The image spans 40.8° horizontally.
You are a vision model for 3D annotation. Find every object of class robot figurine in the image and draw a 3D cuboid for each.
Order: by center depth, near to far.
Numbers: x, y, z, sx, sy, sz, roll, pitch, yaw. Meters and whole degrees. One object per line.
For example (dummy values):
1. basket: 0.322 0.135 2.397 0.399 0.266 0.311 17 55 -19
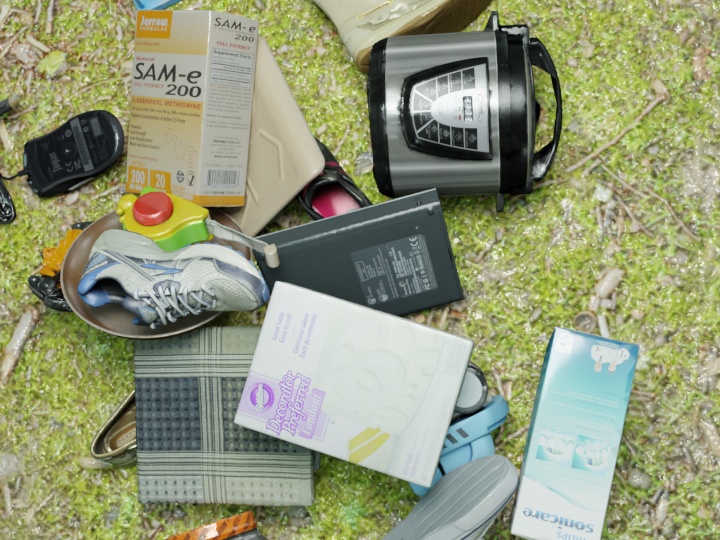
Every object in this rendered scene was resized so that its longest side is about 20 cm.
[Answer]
1. robot figurine: -0.266 0.011 1.079 0.199 0.058 0.145 14 45 13

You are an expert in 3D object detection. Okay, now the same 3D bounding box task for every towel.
1. towel: -0.140 0.152 1.012 0.199 0.035 0.193 -1 93 11

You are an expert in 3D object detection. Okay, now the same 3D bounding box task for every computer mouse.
1. computer mouse: -0.370 -0.153 1.152 0.199 0.046 0.141 -26 81 14

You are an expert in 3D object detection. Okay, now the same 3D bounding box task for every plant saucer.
1. plant saucer: -0.213 0.002 1.025 0.199 0.032 0.201 0 46 0

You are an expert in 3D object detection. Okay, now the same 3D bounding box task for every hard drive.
1. hard drive: 0.000 0.000 1.030 0.199 0.140 0.033 -15 39 4

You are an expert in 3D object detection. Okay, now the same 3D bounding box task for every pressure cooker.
1. pressure cooker: 0.112 -0.167 1.023 0.199 0.176 0.179 -1 53 6

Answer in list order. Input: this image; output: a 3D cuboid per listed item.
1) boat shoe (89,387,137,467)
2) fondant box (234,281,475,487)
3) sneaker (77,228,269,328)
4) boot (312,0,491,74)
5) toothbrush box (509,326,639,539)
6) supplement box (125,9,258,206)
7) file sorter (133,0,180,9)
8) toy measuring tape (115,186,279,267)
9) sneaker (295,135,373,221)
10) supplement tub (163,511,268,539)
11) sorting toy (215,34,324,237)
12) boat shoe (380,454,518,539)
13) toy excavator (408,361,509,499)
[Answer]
1. boat shoe: -0.210 0.140 1.063 0.073 0.063 0.200 43 87 13
2. fondant box: -0.005 0.108 0.936 0.199 0.058 0.145 17 90 9
3. sneaker: -0.185 0.023 0.940 0.199 0.077 0.085 7 46 20
4. boot: 0.045 -0.329 1.115 0.200 0.073 0.156 -32 68 -9
5. toothbrush box: 0.209 0.169 0.960 0.085 0.146 0.201 11 82 10
6. supplement box: -0.184 -0.175 1.044 0.126 0.073 0.201 12 100 39
7. file sorter: -0.252 -0.437 1.148 0.138 0.123 0.201 -25 77 2
8. toy measuring tape: -0.178 -0.031 0.985 0.199 0.074 0.074 24 83 26
9. sneaker: -0.049 -0.103 1.077 0.200 0.084 0.077 41 86 13
10. supplement tub: -0.128 0.356 0.981 0.122 0.123 0.201 -18 77 4
11. sorting toy: -0.135 -0.132 1.079 0.200 0.036 0.186 -38 70 35
12. boat shoe: 0.084 0.259 0.945 0.200 0.074 0.067 -40 114 15
13. toy excavator: 0.083 0.217 1.001 0.194 0.100 0.201 -27 86 3
